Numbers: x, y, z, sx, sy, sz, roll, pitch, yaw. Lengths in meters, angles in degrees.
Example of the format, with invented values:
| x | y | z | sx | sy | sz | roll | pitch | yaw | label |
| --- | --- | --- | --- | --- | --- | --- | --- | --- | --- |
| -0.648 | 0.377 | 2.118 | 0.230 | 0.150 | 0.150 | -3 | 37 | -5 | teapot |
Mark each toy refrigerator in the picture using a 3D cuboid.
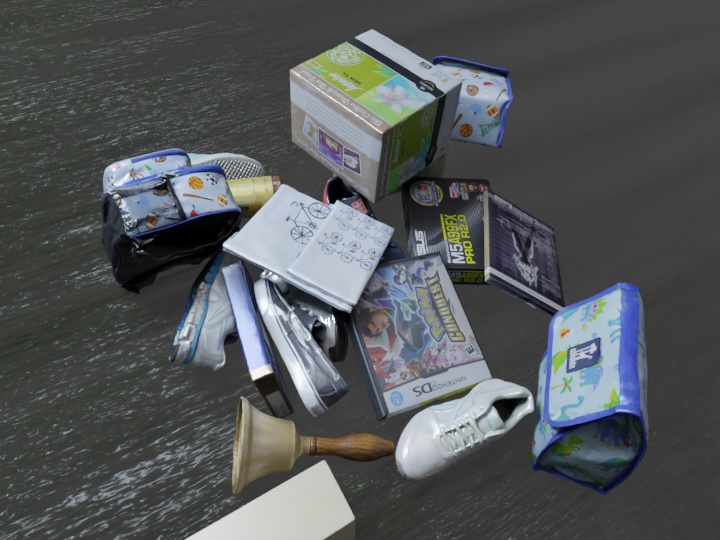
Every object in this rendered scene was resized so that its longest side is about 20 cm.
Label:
| x | y | z | sx | sy | sz | roll | pitch | yaw | label |
| --- | --- | --- | --- | --- | --- | --- | --- | --- | --- |
| -0.106 | 0.298 | 0.574 | 0.195 | 0.071 | 0.076 | -23 | 51 | -23 | toy refrigerator |

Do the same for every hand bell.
| x | y | z | sx | sy | sz | roll | pitch | yaw | label |
| --- | --- | --- | --- | --- | --- | --- | --- | --- | --- |
| -0.052 | 0.211 | 0.650 | 0.193 | 0.105 | 0.107 | 6 | 50 | -17 | hand bell |

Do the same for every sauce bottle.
| x | y | z | sx | sy | sz | roll | pitch | yaw | label |
| --- | --- | --- | --- | --- | --- | --- | --- | --- | --- |
| -0.224 | -0.115 | 0.888 | 0.193 | 0.067 | 0.067 | -9 | 52 | -9 | sauce bottle |

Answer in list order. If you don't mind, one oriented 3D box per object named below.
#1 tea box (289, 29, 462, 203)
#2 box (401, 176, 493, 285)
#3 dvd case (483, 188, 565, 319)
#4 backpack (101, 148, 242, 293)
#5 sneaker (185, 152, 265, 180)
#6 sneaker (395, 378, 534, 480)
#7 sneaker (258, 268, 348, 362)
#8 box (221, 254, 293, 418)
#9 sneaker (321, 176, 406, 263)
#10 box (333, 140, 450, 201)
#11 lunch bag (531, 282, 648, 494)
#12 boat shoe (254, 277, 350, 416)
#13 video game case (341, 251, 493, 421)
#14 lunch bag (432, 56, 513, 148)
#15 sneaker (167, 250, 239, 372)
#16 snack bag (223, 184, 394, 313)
| x | y | z | sx | sy | sz | roll | pitch | yaw | label |
| --- | --- | --- | --- | --- | --- | --- | --- | --- | --- |
| 0.020 | -0.249 | 0.851 | 0.198 | 0.136 | 0.196 | 37 | 58 | 23 | tea box |
| 0.154 | -0.070 | 0.899 | 0.154 | 0.045 | 0.205 | 2 | 52 | -5 | box |
| 0.257 | -0.028 | 0.853 | 0.145 | 0.016 | 0.204 | 27 | 45 | -15 | dvd case |
| -0.268 | -0.075 | 0.764 | 0.186 | 0.199 | 0.159 | -15 | 82 | -29 | backpack |
| -0.265 | -0.175 | 0.926 | 0.193 | 0.076 | 0.082 | -5 | 34 | -22 | sneaker |
| 0.129 | 0.190 | 0.661 | 0.196 | 0.080 | 0.072 | -26 | 87 | -21 | sneaker |
| -0.086 | 0.051 | 0.781 | 0.112 | 0.076 | 0.205 | -17 | 57 | 3 | sneaker |
| -0.139 | 0.079 | 0.705 | 0.031 | 0.123 | 0.204 | -19 | 55 | -7 | box |
| 0.002 | -0.074 | 0.862 | 0.074 | 0.086 | 0.200 | -32 | 61 | -27 | sneaker |
| 0.054 | -0.196 | 0.958 | 0.194 | 0.097 | 0.079 | -17 | 54 | -20 | box |
| 0.284 | 0.140 | 0.648 | 0.123 | 0.203 | 0.173 | 15 | 52 | 7 | lunch bag |
| -0.076 | 0.083 | 0.695 | 0.067 | 0.072 | 0.202 | -31 | 59 | -2 | boat shoe |
| 0.071 | 0.081 | 0.741 | 0.175 | 0.026 | 0.205 | -11 | 67 | -24 | video game case |
| 0.212 | -0.351 | 1.080 | 0.164 | 0.127 | 0.203 | 12 | 38 | 4 | lunch bag |
| -0.204 | 0.060 | 0.761 | 0.085 | 0.075 | 0.204 | 30 | 39 | -24 | sneaker |
| -0.064 | -0.046 | 0.749 | 0.195 | 0.022 | 0.190 | 25 | 42 | 6 | snack bag |
